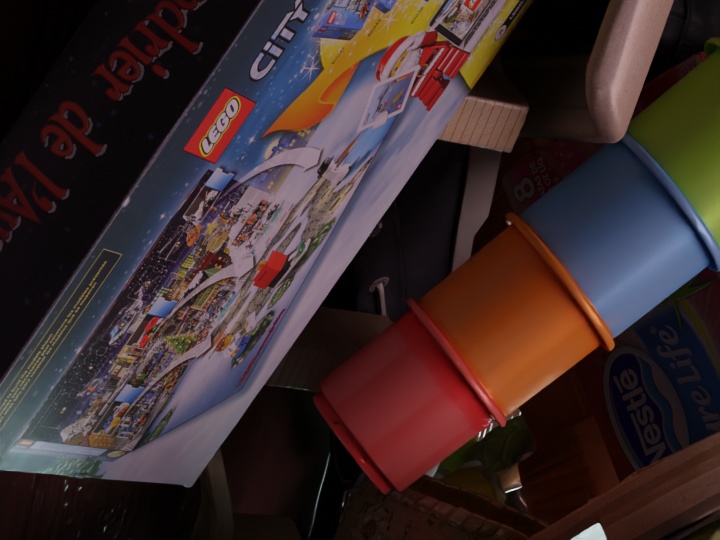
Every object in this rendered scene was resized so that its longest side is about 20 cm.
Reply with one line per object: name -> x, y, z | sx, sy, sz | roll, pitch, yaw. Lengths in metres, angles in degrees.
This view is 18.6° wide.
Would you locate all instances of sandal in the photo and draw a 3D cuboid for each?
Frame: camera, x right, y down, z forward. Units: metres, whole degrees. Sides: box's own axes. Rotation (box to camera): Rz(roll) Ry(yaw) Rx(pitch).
sandal -> 0.031, 0.080, 0.685 | 0.211, 0.070, 0.078 | -30, 164, 14

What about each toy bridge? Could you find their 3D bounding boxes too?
toy bridge -> -0.019, 0.023, 0.674 | 0.067, 0.027, 0.201 | 8, 121, -29

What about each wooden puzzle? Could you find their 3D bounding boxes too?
wooden puzzle -> 0.073, -0.132, 0.690 | 0.200, 0.037, 0.186 | -165, -85, -79

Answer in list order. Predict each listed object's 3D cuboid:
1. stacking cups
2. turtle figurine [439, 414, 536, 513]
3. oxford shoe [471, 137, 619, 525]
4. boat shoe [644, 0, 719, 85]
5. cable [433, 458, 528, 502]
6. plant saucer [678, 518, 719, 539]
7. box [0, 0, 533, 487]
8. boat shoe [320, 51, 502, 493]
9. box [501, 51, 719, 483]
stacking cups -> 0.074, -0.011, 0.640 | 0.200, 0.061, 0.061 | -38, 153, -3
turtle figurine -> 0.089, 0.078, 0.876 | 0.200, 0.161, 0.065 | -56, 136, -38
oxford shoe -> 0.089, 0.020, 0.806 | 0.071, 0.073, 0.201 | 149, -68, -65
boat shoe -> 0.116, -0.098, 0.825 | 0.199, 0.066, 0.075 | -34, 144, -77
cable -> -0.025, 0.119, 0.783 | 0.199, 0.051, 0.097 | -17, 167, -43
plant saucer -> 0.060, 0.186, 0.588 | 0.200, 0.048, 0.201 | -25, 113, -65
box -> -0.029, -0.037, 0.562 | 0.200, 0.038, 0.136 | -55, 158, 6
boat shoe -> 0.000, 0.000, 0.729 | 0.062, 0.073, 0.201 | -5, 131, -17
box -> 0.141, 0.036, 0.724 | 0.099, 0.201, 0.095 | -7, 162, -47
